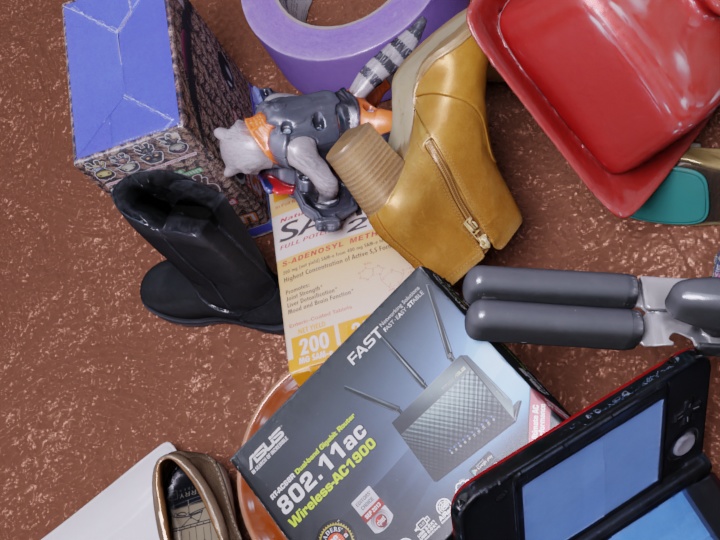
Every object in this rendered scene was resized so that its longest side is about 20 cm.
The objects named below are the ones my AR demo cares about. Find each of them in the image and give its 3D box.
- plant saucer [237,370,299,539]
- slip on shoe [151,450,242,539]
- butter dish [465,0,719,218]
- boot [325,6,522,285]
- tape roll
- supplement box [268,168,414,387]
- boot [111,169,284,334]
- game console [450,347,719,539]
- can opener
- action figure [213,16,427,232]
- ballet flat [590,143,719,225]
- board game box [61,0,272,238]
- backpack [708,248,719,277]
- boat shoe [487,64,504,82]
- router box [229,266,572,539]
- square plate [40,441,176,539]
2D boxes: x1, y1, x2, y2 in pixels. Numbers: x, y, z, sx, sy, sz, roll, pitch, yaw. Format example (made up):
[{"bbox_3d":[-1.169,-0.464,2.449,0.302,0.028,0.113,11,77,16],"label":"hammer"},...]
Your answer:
[{"bbox_3d":[-0.002,0.158,0.875,0.199,0.032,0.201,-8,66,17],"label":"plant saucer"},{"bbox_3d":[-0.117,0.232,0.837,0.076,0.061,0.201,-19,64,10],"label":"slip on shoe"},{"bbox_3d":[0.209,-0.176,0.774,0.200,0.148,0.200,49,62,-10],"label":"butter dish"},{"bbox_3d":[0.079,-0.094,0.821,0.201,0.144,0.071,-49,19,-15],"label":"boot"},{"bbox_3d":[-0.005,-0.259,1.016,0.199,0.085,0.201,-7,67,17],"label":"tape roll"},{"bbox_3d":[0.000,0.000,0.892,0.125,0.074,0.201,-18,52,9],"label":"supplement box"},{"bbox_3d":[-0.149,-0.013,0.900,0.164,0.200,0.066,4,70,21],"label":"boot"},{"bbox_3d":[0.173,0.177,0.690,0.199,0.173,0.119,-28,44,-18],"label":"game console"},{"bbox_3d":[0.166,0.019,0.708,0.199,0.067,0.053,2,55,-1],"label":"can opener"},{"bbox_3d":[-0.033,-0.135,0.894,0.193,0.105,0.200,-26,47,-14],"label":"action figure"},{"bbox_3d":[0.282,-0.069,0.860,0.199,0.069,0.063,9,44,20],"label":"ballet flat"},{"bbox_3d":[-0.162,-0.128,0.951,0.096,0.200,0.160,-16,65,11],"label":"board game box"},{"bbox_3d":[0.325,-0.024,0.745,0.166,0.127,0.201,13,108,20],"label":"backpack"},{"bbox_3d":[0.157,-0.180,0.939,0.199,0.072,0.077,-8,80,17],"label":"boat shoe"},{"bbox_3d":[0.029,0.120,0.750,0.200,0.062,0.150,-46,63,7],"label":"router box"},{"bbox_3d":[-0.185,0.277,0.893,0.200,0.028,0.198,-38,61,1],"label":"square plate"}]
